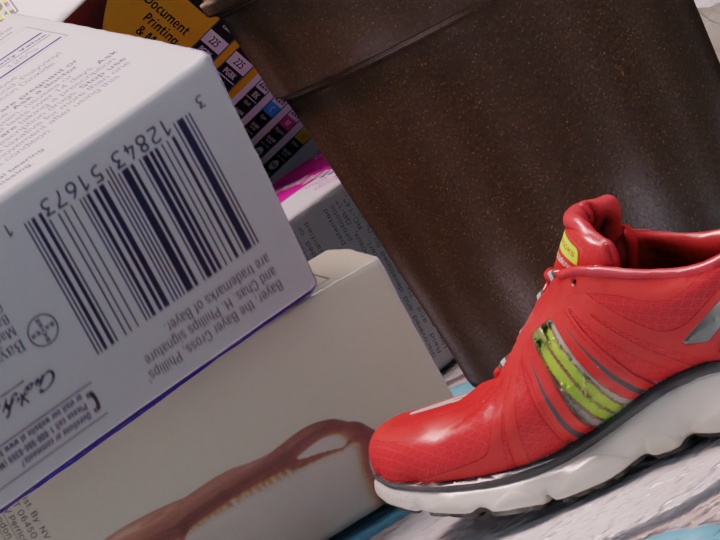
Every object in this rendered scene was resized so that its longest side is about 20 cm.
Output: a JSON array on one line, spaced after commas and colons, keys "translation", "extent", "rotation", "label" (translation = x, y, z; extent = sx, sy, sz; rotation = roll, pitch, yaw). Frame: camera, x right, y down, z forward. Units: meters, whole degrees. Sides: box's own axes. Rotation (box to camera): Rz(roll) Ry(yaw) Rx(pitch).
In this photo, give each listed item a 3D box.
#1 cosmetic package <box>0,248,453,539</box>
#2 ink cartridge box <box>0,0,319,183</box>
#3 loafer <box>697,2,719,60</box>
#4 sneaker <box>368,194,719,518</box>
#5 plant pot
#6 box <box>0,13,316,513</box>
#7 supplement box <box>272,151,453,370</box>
[{"translation": [-0.067, 0.079, 1.140], "extent": [0.199, 0.088, 0.103], "rotation": [-31, 7, -8], "label": "cosmetic package"}, {"translation": [-0.086, -0.118, 1.418], "extent": [0.175, 0.084, 0.200], "rotation": [-43, -36, 7], "label": "ink cartridge box"}, {"translation": [0.197, -0.102, 1.488], "extent": [0.069, 0.070, 0.200], "rotation": [-24, 15, -1], "label": "loafer"}, {"translation": [0.082, 0.020, 0.988], "extent": [0.199, 0.085, 0.077], "rotation": [-25, 7, 29], "label": "sneaker"}, {"translation": [0.065, -0.071, 1.229], "extent": [0.199, 0.199, 0.200], "rotation": [-27, 8, 4], "label": "plant pot"}, {"translation": [-0.147, -0.001, 1.127], "extent": [0.183, 0.105, 0.200], "rotation": [-35, 23, -19], "label": "box"}, {"translation": [0.000, 0.000, 1.376], "extent": [0.101, 0.104, 0.200], "rotation": [-19, 14, 42], "label": "supplement box"}]
